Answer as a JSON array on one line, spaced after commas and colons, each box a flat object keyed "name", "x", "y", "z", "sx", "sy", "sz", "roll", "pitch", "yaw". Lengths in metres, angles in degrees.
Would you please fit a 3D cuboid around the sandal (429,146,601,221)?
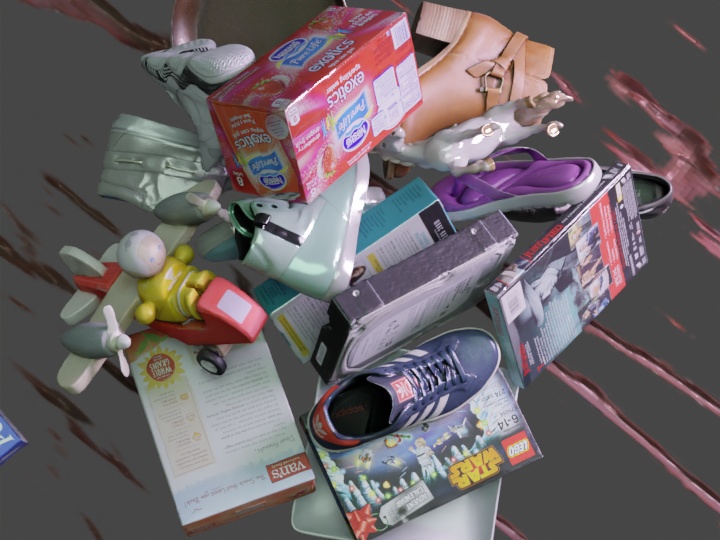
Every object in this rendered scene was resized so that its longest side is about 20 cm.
[{"name": "sandal", "x": 0.145, "y": -0.096, "z": 1.515, "sx": 0.050, "sy": 0.203, "sz": 0.082, "roll": 61, "pitch": 42, "yaw": -29}]

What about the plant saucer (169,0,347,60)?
[{"name": "plant saucer", "x": -0.098, "y": -0.238, "z": 1.547, "sx": 0.200, "sy": 0.032, "sz": 0.200, "roll": 5, "pitch": 104, "yaw": 18}]

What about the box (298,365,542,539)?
[{"name": "box", "x": 0.058, "y": 0.163, "z": 1.481, "sx": 0.200, "sy": 0.040, "sz": 0.137, "roll": -25, "pitch": 82, "yaw": -9}]

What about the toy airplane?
[{"name": "toy airplane", "x": -0.203, "y": 0.008, "z": 1.430, "sx": 0.199, "sy": 0.141, "sz": 0.200, "roll": -18, "pitch": 53, "yaw": -4}]

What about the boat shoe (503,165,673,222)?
[{"name": "boat shoe", "x": 0.224, "y": -0.084, "z": 1.568, "sx": 0.200, "sy": 0.057, "sz": 0.067, "roll": 2, "pitch": 78, "yaw": -4}]

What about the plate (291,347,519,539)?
[{"name": "plate", "x": 0.045, "y": 0.179, "z": 1.513, "sx": 0.200, "sy": 0.032, "sz": 0.200, "roll": 11, "pitch": 78, "yaw": -2}]

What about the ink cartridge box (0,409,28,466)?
[{"name": "ink cartridge box", "x": -0.424, "y": 0.122, "z": 1.483, "sx": 0.094, "sy": 0.044, "sz": 0.200, "roll": -41, "pitch": 84, "yaw": -9}]

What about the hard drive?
[{"name": "hard drive", "x": 0.051, "y": 0.028, "z": 1.469, "sx": 0.200, "sy": 0.140, "sz": 0.038, "roll": -28, "pitch": 70, "yaw": -25}]

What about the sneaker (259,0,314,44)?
[{"name": "sneaker", "x": -0.068, "y": -0.251, "z": 1.574, "sx": 0.200, "sy": 0.070, "sz": 0.076, "roll": 36, "pitch": 86, "yaw": 6}]

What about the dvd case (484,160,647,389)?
[{"name": "dvd case", "x": 0.206, "y": 0.005, "z": 1.498, "sx": 0.022, "sy": 0.146, "sz": 0.200, "roll": 29, "pitch": 64, "yaw": 37}]

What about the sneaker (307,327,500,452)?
[{"name": "sneaker", "x": 0.046, "y": 0.111, "z": 1.427, "sx": 0.200, "sy": 0.085, "sz": 0.075, "roll": -29, "pitch": 80, "yaw": -9}]

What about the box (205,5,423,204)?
[{"name": "box", "x": -0.038, "y": -0.157, "z": 1.409, "sx": 0.095, "sy": 0.100, "sz": 0.200, "roll": 11, "pitch": 40, "yaw": 35}]

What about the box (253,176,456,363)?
[{"name": "box", "x": 0.000, "y": 0.000, "z": 1.500, "sx": 0.200, "sy": 0.082, "sz": 0.049, "roll": -34, "pitch": 42, "yaw": -3}]

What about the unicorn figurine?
[{"name": "unicorn figurine", "x": 0.102, "y": -0.131, "z": 1.492, "sx": 0.200, "sy": 0.137, "sz": 0.074, "roll": -8, "pitch": 95, "yaw": -31}]

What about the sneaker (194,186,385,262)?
[{"name": "sneaker", "x": -0.063, "y": -0.026, "z": 1.526, "sx": 0.200, "sy": 0.074, "sz": 0.082, "roll": -14, "pitch": 77, "yaw": -6}]

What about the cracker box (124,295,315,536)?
[{"name": "cracker box", "x": -0.138, "y": 0.141, "z": 1.479, "sx": 0.134, "sy": 0.058, "sz": 0.200, "roll": -18, "pitch": 69, "yaw": -8}]

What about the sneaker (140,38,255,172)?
[{"name": "sneaker", "x": -0.152, "y": -0.161, "z": 1.489, "sx": 0.075, "sy": 0.200, "sz": 0.115, "roll": -20, "pitch": 109, "yaw": -24}]

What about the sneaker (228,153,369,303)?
[{"name": "sneaker", "x": -0.060, "y": -0.071, "z": 1.440, "sx": 0.118, "sy": 0.074, "sz": 0.201, "roll": 20, "pitch": 48, "yaw": -17}]

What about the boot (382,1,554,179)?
[{"name": "boot", "x": 0.111, "y": -0.170, "z": 1.572, "sx": 0.155, "sy": 0.074, "sz": 0.200, "roll": 18, "pitch": 83, "yaw": -7}]

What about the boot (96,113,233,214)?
[{"name": "boot", "x": -0.164, "y": -0.088, "z": 1.540, "sx": 0.200, "sy": 0.074, "sz": 0.096, "roll": 15, "pitch": 86, "yaw": 5}]
